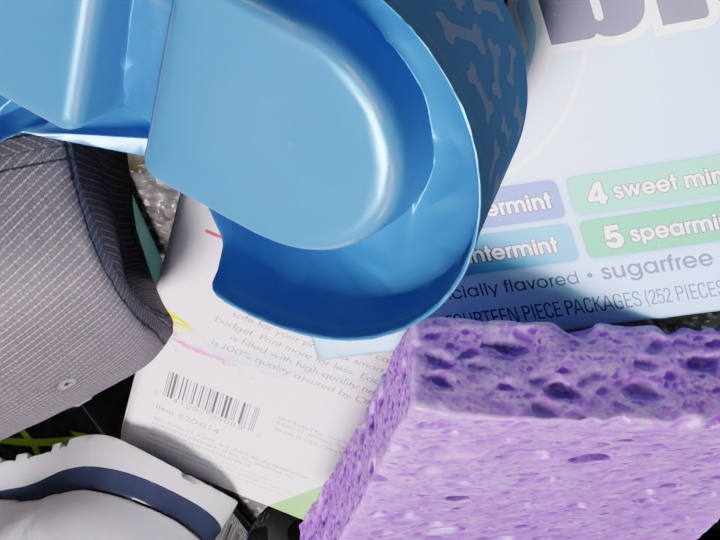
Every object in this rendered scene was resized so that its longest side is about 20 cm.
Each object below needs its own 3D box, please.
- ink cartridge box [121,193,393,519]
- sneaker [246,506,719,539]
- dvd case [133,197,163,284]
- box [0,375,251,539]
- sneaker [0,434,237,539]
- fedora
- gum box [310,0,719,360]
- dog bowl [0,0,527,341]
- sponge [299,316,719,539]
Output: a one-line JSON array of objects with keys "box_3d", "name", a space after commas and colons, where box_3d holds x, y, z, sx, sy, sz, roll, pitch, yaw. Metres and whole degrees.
[{"box_3d": [0.000, 0.000, 0.900, 0.117, 0.068, 0.200, 21, 144, 1], "name": "ink cartridge box"}, {"box_3d": [0.056, 0.096, 1.000, 0.198, 0.071, 0.083, 4, 138, 11], "name": "sneaker"}, {"box_3d": [-0.177, -0.048, 0.963, 0.199, 0.022, 0.146, 2, 139, 22], "name": "dvd case"}, {"box_3d": [-0.150, 0.083, 1.104, 0.199, 0.036, 0.143, -5, 136, 33], "name": "box"}, {"box_3d": [-0.113, 0.114, 1.013, 0.076, 0.081, 0.200, 24, 159, -15], "name": "sneaker"}, {"box_3d": [-0.106, -0.015, 0.842, 0.090, 0.178, 0.200, -12, 164, -2], "name": "fedora"}, {"box_3d": [0.041, -0.080, 0.734, 0.169, 0.045, 0.201, -7, 117, 22], "name": "gum box"}, {"box_3d": [-0.047, -0.064, 0.716, 0.199, 0.050, 0.112, 28, 134, 14], "name": "dog bowl"}, {"box_3d": [0.050, 0.060, 0.840, 0.111, 0.030, 0.200, 1, 160, -10], "name": "sponge"}]
